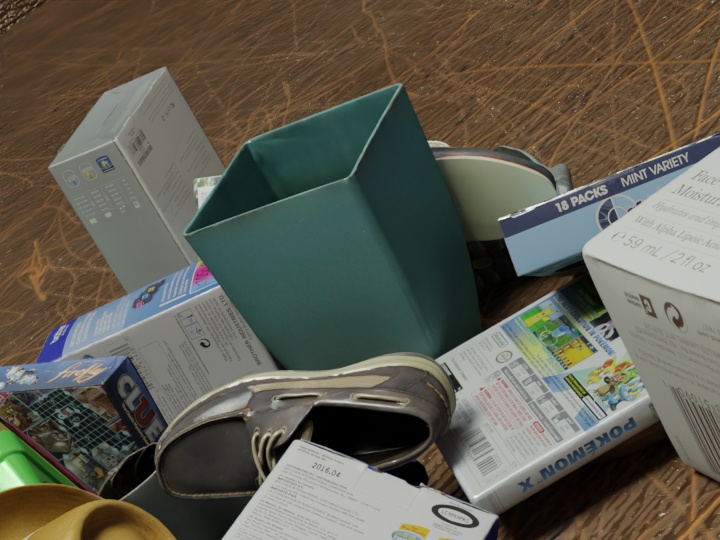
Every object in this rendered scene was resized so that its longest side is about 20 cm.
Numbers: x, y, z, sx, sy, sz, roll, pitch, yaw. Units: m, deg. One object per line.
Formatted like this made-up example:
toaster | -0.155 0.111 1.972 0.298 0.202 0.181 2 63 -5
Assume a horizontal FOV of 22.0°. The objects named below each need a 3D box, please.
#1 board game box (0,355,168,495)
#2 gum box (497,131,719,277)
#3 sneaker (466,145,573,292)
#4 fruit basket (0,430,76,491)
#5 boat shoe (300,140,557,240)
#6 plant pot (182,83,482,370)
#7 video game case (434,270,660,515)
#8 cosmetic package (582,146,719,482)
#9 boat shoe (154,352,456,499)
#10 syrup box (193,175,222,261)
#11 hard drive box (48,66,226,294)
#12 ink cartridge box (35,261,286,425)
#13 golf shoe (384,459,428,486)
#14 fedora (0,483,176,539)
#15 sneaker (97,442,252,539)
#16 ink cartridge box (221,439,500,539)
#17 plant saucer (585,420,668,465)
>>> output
board game box | -0.216 0.130 1.342 0.199 0.136 0.035 -6 31 38
gum box | 0.195 -0.043 1.269 0.169 0.045 0.200 -21 -6 13
sneaker | 0.080 -0.039 1.466 0.199 0.075 0.116 -12 43 16
fruit basket | -0.280 0.207 1.262 0.215 0.156 0.216 -12 55 18
boat shoe | 0.054 -0.065 1.398 0.199 0.071 0.063 -1 28 18
plant pot | 0.000 0.000 1.335 0.141 0.200 0.141 -18 25 28
video game case | 0.128 0.069 1.194 0.182 0.022 0.200 -30 21 -1
cosmetic package | 0.267 0.014 1.021 0.200 0.165 0.165 -35 24 -15
boat shoe | -0.039 0.102 1.156 0.199 0.075 0.073 -18 14 10
syrup box | -0.036 -0.047 1.563 0.199 0.079 0.081 -6 -5 23
hard drive box | -0.179 -0.059 1.684 0.077 0.200 0.156 -20 23 24
ink cartridge box | -0.151 0.087 1.399 0.199 0.137 0.076 -25 19 12
golf shoe | -0.022 0.175 1.151 0.094 0.078 0.200 -15 27 32
fedora | -0.156 0.201 1.096 0.082 0.200 0.201 -42 12 35
sneaker | -0.088 0.137 1.274 0.075 0.106 0.200 -4 33 47
ink cartridge box | -0.009 0.183 1.046 0.136 0.077 0.200 19 44 18
plant saucer | 0.171 0.064 1.216 0.199 0.030 0.200 -26 23 12
